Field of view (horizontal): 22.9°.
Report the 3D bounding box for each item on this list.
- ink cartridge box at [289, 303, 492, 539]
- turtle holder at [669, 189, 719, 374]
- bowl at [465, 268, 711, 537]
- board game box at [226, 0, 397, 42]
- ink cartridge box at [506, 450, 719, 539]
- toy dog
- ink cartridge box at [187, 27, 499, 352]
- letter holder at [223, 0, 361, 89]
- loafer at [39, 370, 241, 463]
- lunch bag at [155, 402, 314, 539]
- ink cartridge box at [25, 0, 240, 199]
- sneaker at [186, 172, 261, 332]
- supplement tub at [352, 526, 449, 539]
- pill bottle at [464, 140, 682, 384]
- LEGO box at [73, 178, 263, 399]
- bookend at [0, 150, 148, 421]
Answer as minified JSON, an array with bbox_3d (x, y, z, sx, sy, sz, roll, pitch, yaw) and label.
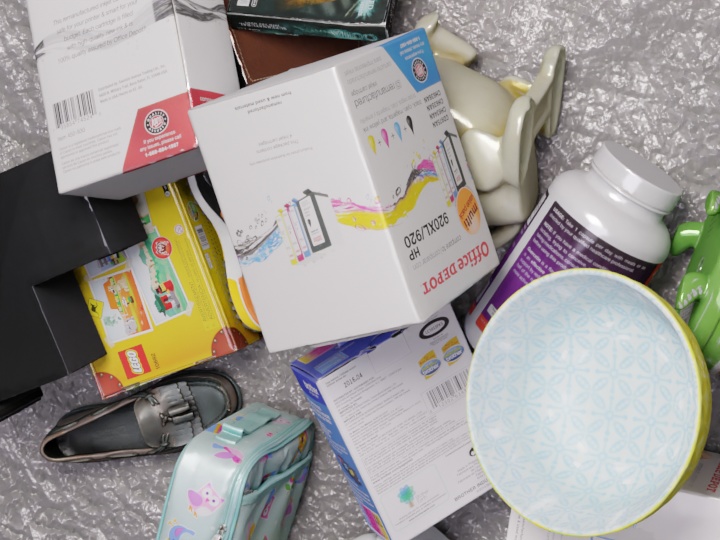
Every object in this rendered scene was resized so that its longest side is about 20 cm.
[{"bbox_3d":[0.034,0.108,1.496,0.136,0.076,0.201,-30,110,-15],"label":"ink cartridge box"},{"bbox_3d":[0.316,0.000,1.415,0.131,0.186,0.141,20,141,1],"label":"turtle holder"},{"bbox_3d":[0.191,0.102,1.377,0.199,0.107,0.201,-3,84,33],"label":"bowl"},{"bbox_3d":[-0.023,-0.284,1.462,0.134,0.028,0.201,7,67,13],"label":"board game box"},{"bbox_3d":[0.232,0.213,1.475,0.199,0.128,0.126,11,103,16],"label":"ink cartridge box"},{"bbox_3d":[0.057,-0.121,1.486,0.199,0.140,0.195,15,135,16],"label":"toy dog"},{"bbox_3d":[-0.009,-0.061,1.368,0.144,0.147,0.201,-12,101,34],"label":"ink cartridge box"},{"bbox_3d":[-0.100,-0.252,1.530,0.100,0.142,0.201,-19,91,53],"label":"letter holder"},{"bbox_3d":[-0.205,0.146,1.650,0.199,0.063,0.072,-17,94,21],"label":"loafer"},{"bbox_3d":[-0.108,0.202,1.553,0.077,0.200,0.161,21,104,12],"label":"lunch bag"},{"bbox_3d":[-0.180,-0.172,1.425,0.146,0.083,0.201,-15,80,30],"label":"ink cartridge box"},{"bbox_3d":[-0.085,-0.049,1.558,0.090,0.070,0.201,-14,96,36],"label":"sneaker"},{"bbox_3d":[0.001,0.323,1.567,0.200,0.145,0.145,-41,85,22],"label":"supplement tub"},{"bbox_3d":[0.178,-0.002,1.461,0.112,0.112,0.200,36,110,10],"label":"pill bottle"},{"bbox_3d":[-0.192,-0.004,1.610,0.148,0.077,0.201,-19,93,22],"label":"LEGO box"},{"bbox_3d":[-0.263,0.004,1.546,0.199,0.092,0.200,-21,94,21],"label":"bookend"}]
